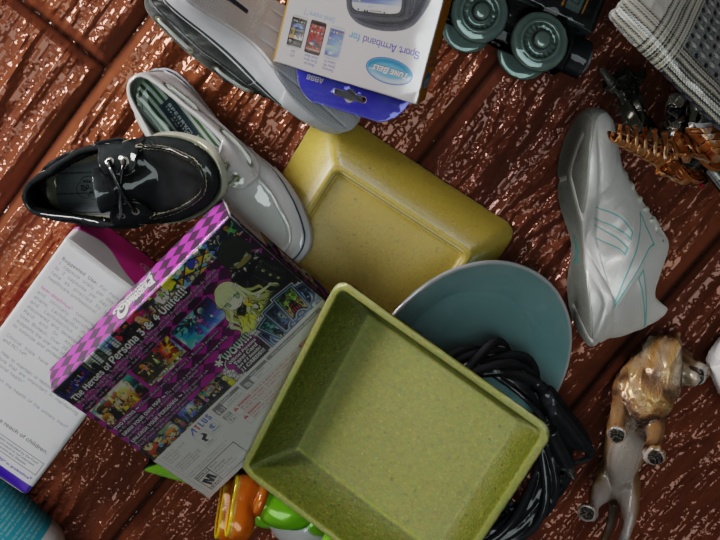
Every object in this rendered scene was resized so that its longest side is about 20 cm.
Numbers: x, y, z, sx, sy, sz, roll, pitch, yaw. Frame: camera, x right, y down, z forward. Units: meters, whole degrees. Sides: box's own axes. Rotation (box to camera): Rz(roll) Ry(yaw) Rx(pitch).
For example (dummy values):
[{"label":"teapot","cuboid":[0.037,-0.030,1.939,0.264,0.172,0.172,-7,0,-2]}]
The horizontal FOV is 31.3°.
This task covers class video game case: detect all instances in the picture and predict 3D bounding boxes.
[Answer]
[{"label":"video game case","cuboid":[-0.116,0.069,1.028,0.200,0.036,0.181,-44,124,9]}]

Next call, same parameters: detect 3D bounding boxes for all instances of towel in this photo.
[{"label":"towel","cuboid":[0.295,-0.192,0.986,0.192,0.034,0.201,42,56,-10]}]

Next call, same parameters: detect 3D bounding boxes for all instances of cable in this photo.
[{"label":"cable","cuboid":[0.100,0.148,1.090,0.163,0.051,0.200,-39,120,5]}]

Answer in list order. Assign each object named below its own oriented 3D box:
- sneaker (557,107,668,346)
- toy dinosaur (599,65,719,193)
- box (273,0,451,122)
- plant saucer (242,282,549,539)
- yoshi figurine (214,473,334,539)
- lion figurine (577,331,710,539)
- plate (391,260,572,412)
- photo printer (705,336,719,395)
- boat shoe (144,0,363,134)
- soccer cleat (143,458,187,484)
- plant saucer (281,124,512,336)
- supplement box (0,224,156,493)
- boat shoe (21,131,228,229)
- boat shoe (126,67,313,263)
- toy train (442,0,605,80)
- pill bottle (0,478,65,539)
[{"label":"sneaker","cuboid":[0.212,-0.040,1.074,0.079,0.071,0.203,-10,110,-7]},{"label":"toy dinosaur","cuboid":[0.258,-0.117,1.001,0.101,0.199,0.137,-29,76,21]},{"label":"box","cuboid":[0.010,-0.216,0.959,0.117,0.041,0.203,17,103,9]},{"label":"plant saucer","cuboid":[0.030,0.135,1.019,0.199,0.048,0.202,35,117,12]},{"label":"yoshi figurine","cuboid":[-0.026,0.236,1.119,0.197,0.113,0.113,9,125,-15]},{"label":"lion figurine","cuboid":[0.232,0.155,1.110,0.072,0.123,0.202,23,119,5]},{"label":"plate","cuboid":[0.089,0.079,1.092,0.197,0.026,0.203,-10,119,-18]},{"label":"photo printer","cuboid":[0.408,0.075,1.096,0.200,0.070,0.166,-44,100,10]},{"label":"boat shoe","cuboid":[-0.084,-0.179,1.032,0.199,0.071,0.073,39,61,-21]},{"label":"soccer cleat","cuboid":[-0.157,0.092,1.098,0.080,0.068,0.203,4,110,5]},{"label":"plant saucer","cuboid":[0.000,0.000,1.087,0.198,0.049,0.201,32,102,-7]},{"label":"supplement box","cuboid":[-0.254,0.067,1.076,0.103,0.101,0.201,36,102,-9]},{"label":"boat shoe","cuboid":[-0.193,-0.067,1.009,0.197,0.066,0.076,6,112,36]},{"label":"boat shoe","cuboid":[-0.121,-0.078,1.033,0.200,0.067,0.074,45,104,5]},{"label":"toy train","cuboid":[0.104,-0.231,1.017,0.198,0.085,0.115,25,90,-3]},{"label":"pill bottle","cuboid":[-0.333,0.231,1.112,0.111,0.111,0.200,-42,100,10]}]
